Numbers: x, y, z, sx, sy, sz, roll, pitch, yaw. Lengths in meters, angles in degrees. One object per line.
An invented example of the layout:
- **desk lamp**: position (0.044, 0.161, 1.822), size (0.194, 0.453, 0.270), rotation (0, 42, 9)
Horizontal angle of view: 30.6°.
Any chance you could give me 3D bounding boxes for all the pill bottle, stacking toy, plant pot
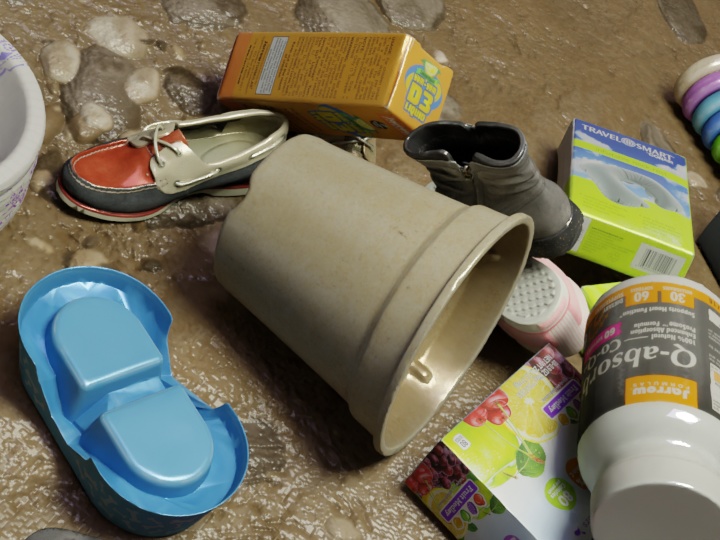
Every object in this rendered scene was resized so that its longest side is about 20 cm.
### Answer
- **pill bottle**: position (0.215, 0.107, 0.943), size (0.115, 0.117, 0.201), rotation (24, 40, -9)
- **stacking toy**: position (0.406, -0.130, 1.407), size (0.084, 0.086, 0.202), rotation (2, 58, -29)
- **plant pot**: position (0.000, 0.000, 0.972), size (0.182, 0.202, 0.200), rotation (33, 41, 17)

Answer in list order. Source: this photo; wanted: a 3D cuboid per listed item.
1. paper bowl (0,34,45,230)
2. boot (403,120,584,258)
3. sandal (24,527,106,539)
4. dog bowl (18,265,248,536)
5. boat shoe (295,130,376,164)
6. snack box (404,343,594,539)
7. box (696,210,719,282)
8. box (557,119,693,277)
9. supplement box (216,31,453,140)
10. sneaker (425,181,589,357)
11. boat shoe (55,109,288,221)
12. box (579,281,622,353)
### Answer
- **paper bowl**: position (-0.325, -0.091, 0.905), size (0.198, 0.105, 0.203), rotation (17, 45, -17)
- **boot**: position (0.068, -0.068, 1.035), size (0.132, 0.198, 0.071), rotation (43, 53, -41)
- **sandal**: position (-0.115, 0.203, 0.808), size (0.197, 0.045, 0.076), rotation (20, 44, -14)
- **dog bowl**: position (-0.158, 0.090, 0.882), size (0.111, 0.050, 0.201), rotation (-18, 62, -40)
- **boat shoe**: position (-0.019, -0.113, 1.136), size (0.071, 0.065, 0.202), rotation (11, 47, -22)
- **snack box**: position (0.158, 0.175, 0.982), size (0.200, 0.068, 0.168), rotation (45, 43, 11)
- **box**: position (0.458, -0.005, 1.295), size (0.197, 0.105, 0.149), rotation (2, 51, -29)
- **box**: position (0.243, -0.070, 1.223), size (0.120, 0.048, 0.201), rotation (20, 34, -2)
- **supplement box**: position (-0.024, -0.152, 1.074), size (0.066, 0.198, 0.070), rotation (29, 74, -46)
- **sneaker**: position (0.121, 0.005, 1.118), size (0.104, 0.075, 0.200), rotation (39, 5, -47)
- **boat shoe**: position (-0.145, -0.089, 1.043), size (0.198, 0.063, 0.072), rotation (-11, 60, -36)
- **box**: position (0.272, 0.098, 1.131), size (0.121, 0.048, 0.201), rotation (-6, 54, -34)
